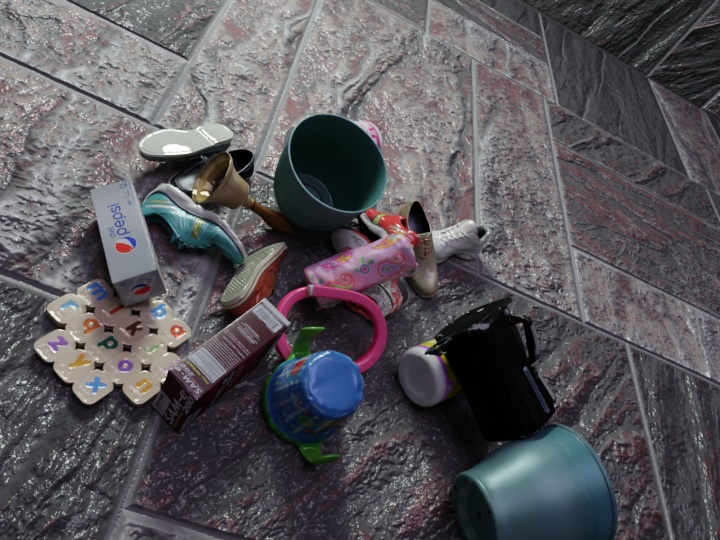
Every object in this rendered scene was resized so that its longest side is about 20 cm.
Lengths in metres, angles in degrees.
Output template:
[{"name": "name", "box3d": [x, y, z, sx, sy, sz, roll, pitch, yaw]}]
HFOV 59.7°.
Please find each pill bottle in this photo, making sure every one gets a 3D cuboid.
[{"name": "pill bottle", "box3d": [-0.059, -0.264, 1.348, 0.199, 0.114, 0.114, -11, 60, -39]}, {"name": "pill bottle", "box3d": [0.169, 0.167, 1.131, 0.199, 0.104, 0.105, -14, 62, -40]}]

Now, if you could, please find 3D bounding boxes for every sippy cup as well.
[{"name": "sippy cup", "box3d": [-0.062, 0.181, 0.927, 0.139, 0.130, 0.178, -38, 89, -35]}]

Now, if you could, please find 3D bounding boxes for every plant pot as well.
[{"name": "plant pot", "box3d": [0.253, 0.359, 0.968, 0.187, 0.201, 0.201, -9, 58, -21]}, {"name": "plant pot", "box3d": [-0.074, -0.166, 1.190, 0.199, 0.161, 0.202, 12, 63, -25]}]

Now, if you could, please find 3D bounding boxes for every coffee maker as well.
[{"name": "coffee maker", "box3d": [0.210, 0.174, 1.024, 0.191, 0.135, 0.201, -27, 92, -23]}]

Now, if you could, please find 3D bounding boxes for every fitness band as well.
[{"name": "fitness band", "box3d": [-0.049, 0.101, 1.042, 0.199, 0.037, 0.145, 10, 84, -23]}]

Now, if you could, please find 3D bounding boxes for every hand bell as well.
[{"name": "hand bell", "box3d": [-0.197, -0.117, 1.147, 0.200, 0.104, 0.105, 35, 36, -39]}]

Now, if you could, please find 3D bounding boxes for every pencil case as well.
[{"name": "pencil case", "box3d": [0.000, 0.000, 1.107, 0.199, 0.088, 0.088, -22, 60, 0]}]

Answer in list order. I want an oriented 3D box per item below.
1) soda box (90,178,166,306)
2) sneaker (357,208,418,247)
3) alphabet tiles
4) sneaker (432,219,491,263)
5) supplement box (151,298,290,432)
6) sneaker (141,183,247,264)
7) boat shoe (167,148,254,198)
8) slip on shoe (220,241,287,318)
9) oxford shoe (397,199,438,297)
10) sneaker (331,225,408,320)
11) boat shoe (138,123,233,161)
[{"name": "soda box", "box3d": [-0.361, -0.046, 0.970, 0.068, 0.064, 0.201, -19, 56, -15]}, {"name": "sneaker", "box3d": [0.052, -0.084, 1.249, 0.085, 0.077, 0.200, -26, 40, -13]}, {"name": "alphabet tiles", "box3d": [-0.353, 0.102, 0.910, 0.200, 0.015, 0.195, 43, 43, 7]}, {"name": "sneaker", "box3d": [0.204, -0.075, 1.368, 0.199, 0.100, 0.078, -8, 58, -38]}, {"name": "supplement box", "box3d": [-0.200, 0.135, 0.914, 0.061, 0.109, 0.200, 44, 44, 7]}, {"name": "sneaker", "box3d": [-0.285, -0.064, 1.074, 0.199, 0.078, 0.080, 32, 62, 1]}, {"name": "boat shoe", "box3d": [-0.276, -0.184, 1.176, 0.075, 0.062, 0.200, 49, 45, 11]}, {"name": "slip on shoe", "box3d": [-0.174, 0.016, 1.075, 0.061, 0.074, 0.200, 61, 28, -26]}, {"name": "oxford shoe", "box3d": [0.118, -0.045, 1.269, 0.070, 0.074, 0.201, -14, 82, -11]}, {"name": "sneaker", "box3d": [-0.005, 0.005, 1.185, 0.202, 0.067, 0.108, 48, 41, 8]}, {"name": "boat shoe", "box3d": [-0.326, -0.226, 1.176, 0.073, 0.062, 0.200, 45, 41, 17]}]
